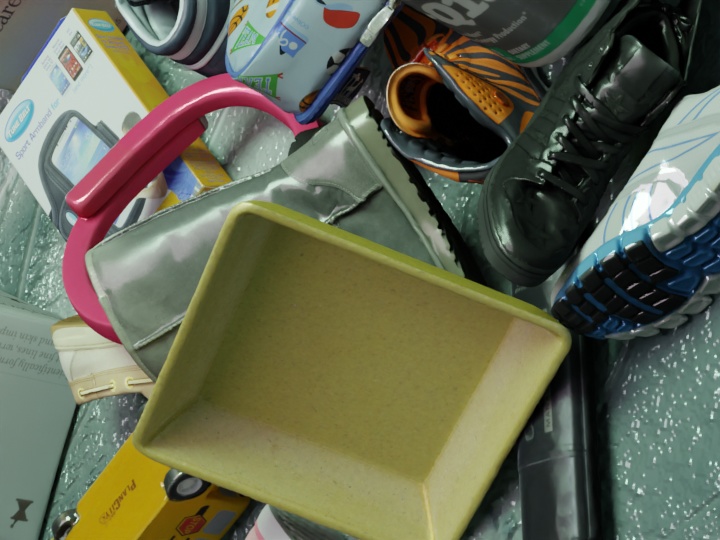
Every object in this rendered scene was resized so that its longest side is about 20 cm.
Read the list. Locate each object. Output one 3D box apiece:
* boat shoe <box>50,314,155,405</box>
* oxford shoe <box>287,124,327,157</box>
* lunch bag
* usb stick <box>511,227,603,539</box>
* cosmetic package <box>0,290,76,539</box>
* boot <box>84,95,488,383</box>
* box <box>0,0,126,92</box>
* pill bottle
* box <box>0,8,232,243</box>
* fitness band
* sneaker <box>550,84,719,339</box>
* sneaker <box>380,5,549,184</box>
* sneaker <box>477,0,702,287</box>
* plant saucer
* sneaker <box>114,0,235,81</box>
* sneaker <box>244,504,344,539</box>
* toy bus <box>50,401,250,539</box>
[{"bbox_3d":[-0.117,0.060,1.593,0.199,0.073,0.070,-1,102,40],"label":"boat shoe"},{"bbox_3d":[0.000,0.000,1.473,0.084,0.072,0.202,-14,71,38],"label":"oxford shoe"},{"bbox_3d":[-0.012,-0.187,1.481,0.161,0.075,0.200,-51,18,23],"label":"lunch bag"},{"bbox_3d":[0.109,0.066,1.362,0.055,0.032,0.202,-23,63,50],"label":"usb stick"},{"bbox_3d":[-0.324,0.085,1.738,0.199,0.164,0.166,18,93,48],"label":"cosmetic package"},{"bbox_3d":[-0.038,0.016,1.417,0.199,0.073,0.183,-33,87,8],"label":"boot"},{"bbox_3d":[-0.270,-0.216,1.732,0.128,0.199,0.109,-50,48,26],"label":"box"},{"bbox_3d":[0.041,-0.201,1.330,0.113,0.199,0.114,-41,35,38],"label":"pill bottle"},{"bbox_3d":[-0.179,-0.085,1.683,0.200,0.041,0.119,51,119,24],"label":"box"},{"bbox_3d":[-0.107,-0.039,1.562,0.200,0.037,0.143,-45,56,-9],"label":"fitness band"},{"bbox_3d":[0.175,-0.043,1.302,0.200,0.075,0.087,-43,39,27],"label":"sneaker"},{"bbox_3d":[0.050,-0.112,1.415,0.200,0.111,0.078,46,113,44],"label":"sneaker"},{"bbox_3d":[0.130,-0.088,1.313,0.104,0.060,0.200,-47,11,50],"label":"sneaker"},{"bbox_3d":[-0.006,0.055,1.371,0.049,0.199,0.201,-77,11,-51],"label":"plant saucer"},{"bbox_3d":[-0.110,-0.219,1.624,0.070,0.108,0.202,-29,59,39],"label":"sneaker"},{"bbox_3d":[-0.028,0.231,1.436,0.105,0.075,0.200,-57,37,14],"label":"sneaker"},{"bbox_3d":[-0.138,0.164,1.574,0.200,0.078,0.065,-51,46,26],"label":"toy bus"}]
